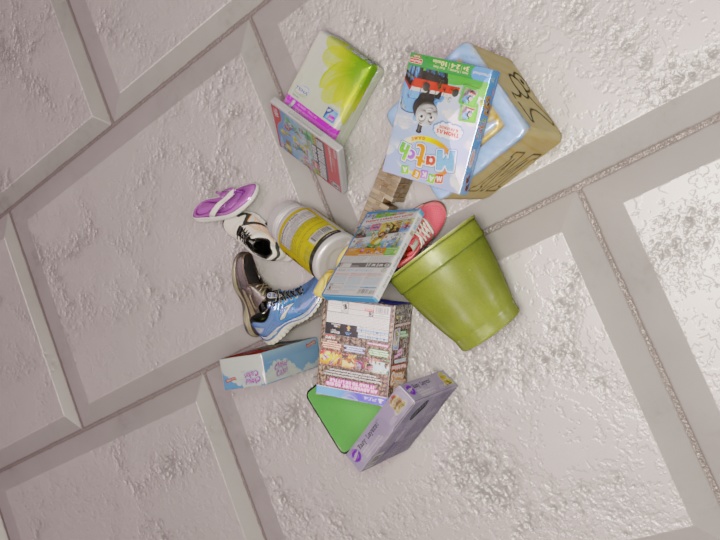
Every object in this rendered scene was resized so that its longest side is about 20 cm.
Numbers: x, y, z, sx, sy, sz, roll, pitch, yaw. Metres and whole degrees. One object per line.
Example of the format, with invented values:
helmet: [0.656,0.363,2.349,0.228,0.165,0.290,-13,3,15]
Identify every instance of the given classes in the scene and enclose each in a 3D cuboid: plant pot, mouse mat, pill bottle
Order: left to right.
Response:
pill bottle: [-0.100,-0.063,1.582,0.200,0.114,0.115,37,113,42]
mouse mat: [-0.015,0.276,1.630,0.200,0.008,0.161,-41,73,26]
plant pot: [0.184,0.034,1.406,0.200,0.200,0.193,-38,87,28]

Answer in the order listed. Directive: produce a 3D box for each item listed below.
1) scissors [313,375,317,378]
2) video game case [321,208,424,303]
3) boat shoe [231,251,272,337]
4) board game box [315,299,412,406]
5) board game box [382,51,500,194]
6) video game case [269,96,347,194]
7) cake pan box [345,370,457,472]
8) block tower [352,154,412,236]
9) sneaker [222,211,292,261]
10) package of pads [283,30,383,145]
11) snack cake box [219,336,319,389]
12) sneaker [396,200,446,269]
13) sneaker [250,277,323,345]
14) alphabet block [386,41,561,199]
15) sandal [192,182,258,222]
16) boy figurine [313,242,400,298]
scissors: [-0.016,0.241,1.637,0.200,0.014,0.073,-17,88,30]
video game case: [0.022,-0.029,1.416,0.143,0.018,0.200,1,54,48]
boat shoe: [-0.226,0.051,1.708,0.073,0.074,0.201,-2,112,26]
board game box: [0.008,0.157,1.549,0.159,0.097,0.201,7,93,26]
board game box: [0.128,-0.240,1.256,0.151,0.037,0.201,21,106,28]
video game case: [-0.105,-0.256,1.588,0.200,0.143,0.017,39,69,23]
cake pan box: [0.081,0.290,1.485,0.052,0.184,0.200,45,116,25]
block tower: [0.050,-0.138,1.536,0.054,0.058,0.200,31,109,25]
sneaker: [-0.237,-0.078,1.705,0.200,0.080,0.074,25,109,29]
package of pads: [-0.063,-0.367,1.577,0.154,0.068,0.200,40,113,21]
snack cake box: [-0.186,0.194,1.628,0.115,0.200,0.067,-10,90,32]
sneaker: [0.099,-0.054,1.455,0.074,0.200,0.087,51,167,-17]
sneaker: [-0.154,0.072,1.639,0.200,0.079,0.089,-40,113,13]
alphabet block: [0.201,-0.252,1.348,0.196,0.200,0.196,-36,75,29]
sandal: [-0.316,-0.154,1.743,0.202,0.050,0.083,-17,49,33]
boy figurine: [0.000,0.000,1.501,0.064,0.199,0.125,10,117,68]
